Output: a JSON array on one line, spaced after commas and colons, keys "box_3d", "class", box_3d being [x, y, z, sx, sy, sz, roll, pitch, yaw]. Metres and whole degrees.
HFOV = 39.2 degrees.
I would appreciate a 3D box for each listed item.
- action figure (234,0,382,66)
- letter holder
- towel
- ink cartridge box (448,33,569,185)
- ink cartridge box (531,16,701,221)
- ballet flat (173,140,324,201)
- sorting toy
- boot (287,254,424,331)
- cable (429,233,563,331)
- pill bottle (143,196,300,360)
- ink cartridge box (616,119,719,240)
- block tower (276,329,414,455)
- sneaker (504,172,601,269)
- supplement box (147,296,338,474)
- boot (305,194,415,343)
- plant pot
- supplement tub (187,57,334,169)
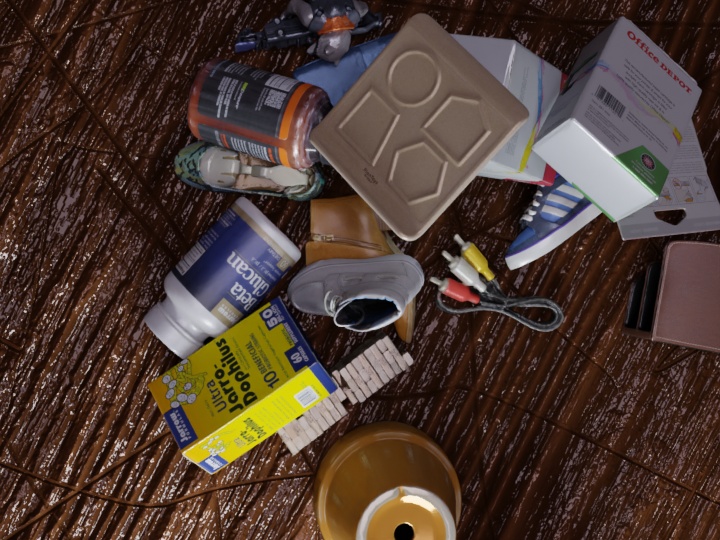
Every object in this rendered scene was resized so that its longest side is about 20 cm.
[{"box_3d": [-0.074, -0.347, 1.273, 0.198, 0.105, 0.196, -20, 79, -11], "class": "action figure"}, {"box_3d": [0.479, 0.038, 1.377, 0.197, 0.101, 0.144, 10, 90, -8], "class": "letter holder"}, {"box_3d": [0.016, -0.242, 1.324, 0.198, 0.049, 0.113, -20, 96, -7], "class": "towel"}, {"box_3d": [0.152, -0.196, 1.248, 0.144, 0.199, 0.147, 13, 93, 31], "class": "ink cartridge box"}, {"box_3d": [0.316, -0.186, 1.234, 0.144, 0.084, 0.201, 38, 57, -11], "class": "ink cartridge box"}, {"box_3d": [-0.142, -0.131, 1.301, 0.197, 0.074, 0.075, 4, 93, -7], "class": "ballet flat"}, {"box_3d": [0.065, -0.163, 1.150, 0.200, 0.036, 0.185, -46, 72, 7], "class": "sorting toy"}, {"box_3d": [-0.022, 0.034, 1.268, 0.198, 0.096, 0.074, -13, 114, 30], "class": "boot"}, {"box_3d": [0.181, 0.041, 1.361, 0.199, 0.050, 0.098, 32, 90, -7], "class": "cable"}, {"box_3d": [-0.178, 0.015, 1.283, 0.111, 0.111, 0.200, 43, 88, -8], "class": "pill bottle"}, {"box_3d": [0.374, -0.123, 1.319, 0.198, 0.045, 0.179, -6, 75, -30], "class": "ink cartridge box"}, {"box_3d": [-0.026, 0.157, 1.340, 0.199, 0.054, 0.058, -36, 98, -5], "class": "block tower"}, {"box_3d": [0.244, -0.113, 1.353, 0.199, 0.081, 0.147, -36, 89, -1], "class": "sneaker"}, {"box_3d": [-0.146, 0.146, 1.273, 0.199, 0.110, 0.109, -34, 63, -2], "class": "supplement box"}, {"box_3d": [0.000, 0.000, 1.336, 0.142, 0.071, 0.204, -4, 103, 6], "class": "boot"}, {"box_3d": [0.045, 0.312, 1.293, 0.197, 0.183, 0.203, 0, 93, -7], "class": "plant pot"}, {"box_3d": [-0.108, -0.189, 1.252, 0.198, 0.107, 0.108, 19, 91, 14], "class": "supplement tub"}]
